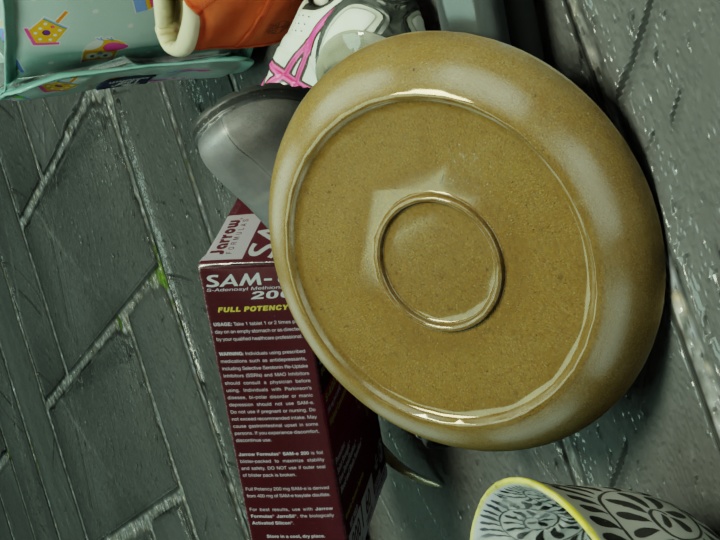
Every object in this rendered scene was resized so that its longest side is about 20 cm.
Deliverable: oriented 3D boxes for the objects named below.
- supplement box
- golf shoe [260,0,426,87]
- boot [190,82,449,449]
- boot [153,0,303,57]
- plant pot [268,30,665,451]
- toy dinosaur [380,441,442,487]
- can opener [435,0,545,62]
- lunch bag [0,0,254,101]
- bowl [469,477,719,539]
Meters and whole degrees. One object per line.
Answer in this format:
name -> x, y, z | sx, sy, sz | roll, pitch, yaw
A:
supplement box -> -0.034, 0.059, 1.190 | 0.109, 0.060, 0.202 | -68, -28, -59
golf shoe -> -0.012, -0.105, 1.156 | 0.200, 0.072, 0.093 | 153, 119, -64
boot -> 0.000, 0.000, 1.056 | 0.200, 0.070, 0.132 | 34, -149, -43
boot -> -0.059, -0.183, 1.155 | 0.200, 0.106, 0.075 | 110, 141, -57
plant pot -> 0.040, -0.007, 0.961 | 0.198, 0.027, 0.202 | 11, 113, 26
toy dinosaur -> -0.021, 0.057, 1.304 | 0.101, 0.058, 0.201 | 127, 125, -65
can opener -> 0.079, -0.061, 0.975 | 0.066, 0.053, 0.202 | -8, 101, 35
lunch bag -> -0.149, -0.177, 1.305 | 0.201, 0.169, 0.123 | 101, 154, -53
bowl -> 0.132, 0.174, 0.923 | 0.201, 0.093, 0.203 | 165, 90, -70
